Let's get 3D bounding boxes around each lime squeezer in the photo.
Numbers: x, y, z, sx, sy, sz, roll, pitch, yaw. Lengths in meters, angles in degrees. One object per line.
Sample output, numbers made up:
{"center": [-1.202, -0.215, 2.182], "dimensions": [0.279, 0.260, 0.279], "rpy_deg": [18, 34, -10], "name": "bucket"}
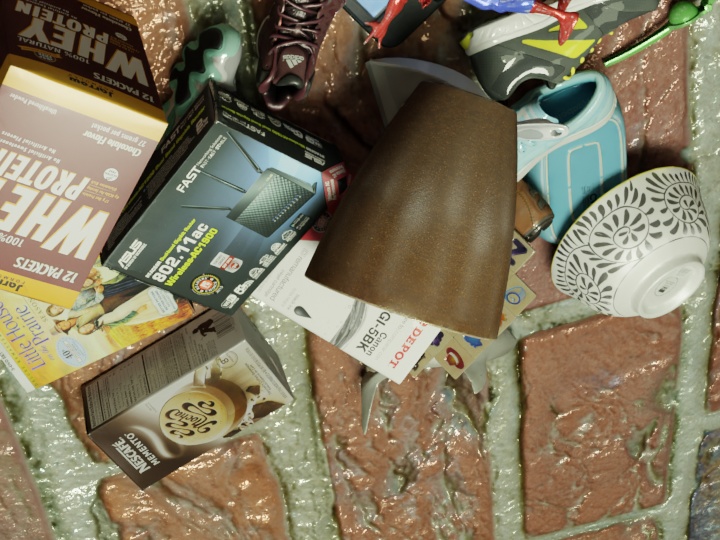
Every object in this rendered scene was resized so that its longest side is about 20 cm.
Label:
{"center": [0.327, -0.278, 1.234], "dimensions": [0.070, 0.038, 0.201], "rpy_deg": [15, 120, -28], "name": "lime squeezer"}

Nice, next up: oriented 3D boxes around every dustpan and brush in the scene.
{"center": [0.106, -0.143, 1.181], "dimensions": [0.198, 0.057, 0.140], "rpy_deg": [-2, 132, 21], "name": "dustpan and brush"}

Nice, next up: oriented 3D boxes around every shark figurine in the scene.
{"center": [0.096, 0.111, 1.387], "dimensions": [0.213, 0.090, 0.128], "rpy_deg": [-19, 154, -12], "name": "shark figurine"}

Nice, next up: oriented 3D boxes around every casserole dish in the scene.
{"center": [0.239, -0.106, 1.330], "dimensions": [0.120, 0.039, 0.201], "rpy_deg": [-17, 130, -6], "name": "casserole dish"}

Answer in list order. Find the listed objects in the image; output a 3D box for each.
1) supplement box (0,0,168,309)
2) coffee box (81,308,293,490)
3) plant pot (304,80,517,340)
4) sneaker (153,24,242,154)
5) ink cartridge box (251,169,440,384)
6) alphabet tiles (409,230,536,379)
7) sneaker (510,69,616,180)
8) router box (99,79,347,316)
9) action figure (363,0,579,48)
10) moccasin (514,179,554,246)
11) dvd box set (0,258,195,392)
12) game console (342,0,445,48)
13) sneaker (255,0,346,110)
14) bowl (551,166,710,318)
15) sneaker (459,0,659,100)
{"center": [-0.277, -0.115, 1.035], "dimensions": [0.132, 0.201, 0.198], "rpy_deg": [18, 118, -30], "name": "supplement box"}
{"center": [-0.190, 0.136, 1.329], "dimensions": [0.199, 0.080, 0.113], "rpy_deg": [-31, 130, 5], "name": "coffee box"}
{"center": [0.066, -0.062, 1.106], "dimensions": [0.186, 0.187, 0.202], "rpy_deg": [16, 94, -28], "name": "plant pot"}
{"center": [-0.121, -0.135, 1.163], "dimensions": [0.139, 0.078, 0.200], "rpy_deg": [14, 129, -29], "name": "sneaker"}
{"center": [0.000, 0.000, 1.252], "dimensions": [0.199, 0.083, 0.147], "rpy_deg": [31, 112, -11], "name": "ink cartridge box"}
{"center": [0.087, 0.013, 1.307], "dimensions": [0.166, 0.006, 0.200], "rpy_deg": [45, 113, 6], "name": "alphabet tiles"}
{"center": [0.164, -0.146, 1.233], "dimensions": [0.199, 0.074, 0.082], "rpy_deg": [-34, 160, 5], "name": "sneaker"}
{"center": [-0.130, -0.061, 1.133], "dimensions": [0.149, 0.062, 0.200], "rpy_deg": [23, 123, -33], "name": "router box"}
{"center": [0.081, -0.234, 1.068], "dimensions": [0.198, 0.066, 0.099], "rpy_deg": [18, 137, -13], "name": "action figure"}
{"center": [0.119, -0.018, 1.326], "dimensions": [0.202, 0.078, 0.073], "rpy_deg": [-49, 165, 30], "name": "moccasin"}
{"center": [-0.288, 0.030, 1.249], "dimensions": [0.199, 0.029, 0.147], "rpy_deg": [-24, 129, -1], "name": "dvd box set"}
{"center": [0.039, -0.290, 1.071], "dimensions": [0.171, 0.119, 0.200], "rpy_deg": [-42, 127, 13], "name": "game console"}
{"center": [-0.045, -0.219, 1.064], "dimensions": [0.075, 0.116, 0.201], "rpy_deg": [13, 138, -10], "name": "sneaker"}
{"center": [0.321, -0.010, 1.359], "dimensions": [0.199, 0.094, 0.201], "rpy_deg": [-22, 145, -16], "name": "bowl"}
{"center": [0.199, -0.226, 1.192], "dimensions": [0.198, 0.075, 0.085], "rpy_deg": [-17, 102, 4], "name": "sneaker"}
